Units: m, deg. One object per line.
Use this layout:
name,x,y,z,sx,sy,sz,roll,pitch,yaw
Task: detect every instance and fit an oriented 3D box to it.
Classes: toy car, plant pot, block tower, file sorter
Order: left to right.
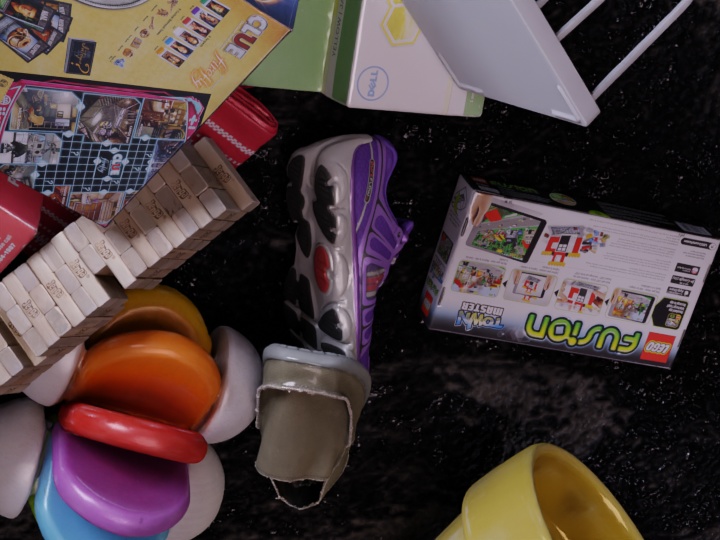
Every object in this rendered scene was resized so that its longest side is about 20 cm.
block tower,-0.160,-0.003,1.080,0.200,0.058,0.054,-38,83,8
toy car,-0.158,0.116,1.167,0.175,0.150,0.200,15,110,-22
plant pot,0.111,0.260,1.296,0.189,0.201,0.201,-35,120,19
file sorter,0.089,-0.209,1.036,0.125,0.139,0.200,-43,121,-12

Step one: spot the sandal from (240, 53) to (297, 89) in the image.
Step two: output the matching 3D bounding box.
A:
sandal,-0.069,-0.153,1.125,0.200,0.045,0.075,-19,119,-7

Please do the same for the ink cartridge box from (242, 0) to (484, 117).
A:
ink cartridge box,-0.006,-0.177,1.103,0.200,0.048,0.146,1,107,-29

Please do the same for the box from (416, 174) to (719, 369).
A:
box,0.151,0.003,1.266,0.200,0.035,0.110,11,111,-20

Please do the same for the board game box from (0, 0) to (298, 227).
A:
board game box,-0.144,-0.116,0.950,0.135,0.035,0.200,30,134,-23

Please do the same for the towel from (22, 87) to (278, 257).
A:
towel,-0.167,-0.078,1.111,0.200,0.023,0.145,-36,122,28

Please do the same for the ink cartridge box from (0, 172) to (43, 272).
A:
ink cartridge box,-0.313,-0.055,1.061,0.200,0.083,0.147,33,121,-26

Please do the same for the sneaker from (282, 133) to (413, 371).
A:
sneaker,0.000,0.000,1.203,0.083,0.081,0.200,-17,127,-30

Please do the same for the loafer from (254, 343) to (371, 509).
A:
loafer,-0.034,0.110,1.187,0.075,0.070,0.200,9,154,7
